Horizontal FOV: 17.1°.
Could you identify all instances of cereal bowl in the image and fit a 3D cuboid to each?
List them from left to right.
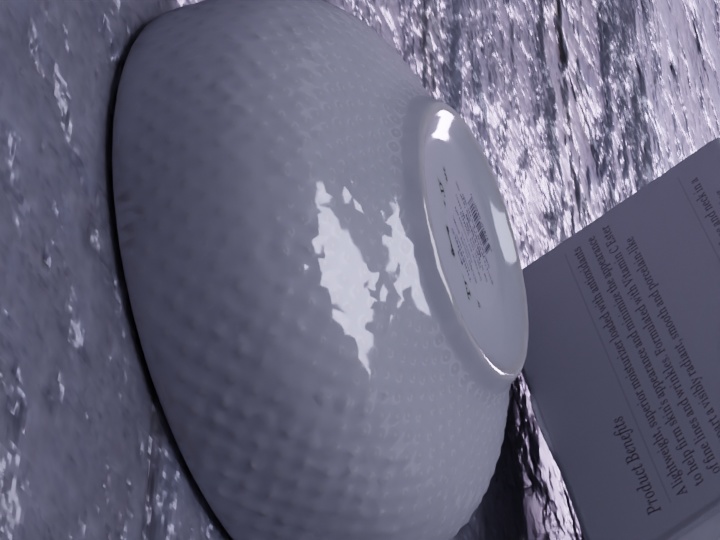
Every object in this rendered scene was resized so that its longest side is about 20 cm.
[{"bbox_3d":[0.000,0.000,0.787,0.200,0.083,0.201,-16,90,-70],"label":"cereal bowl"}]

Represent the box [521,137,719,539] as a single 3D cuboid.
[{"bbox_3d":[0.178,0.088,1.036,0.200,0.131,0.199,47,15,-34],"label":"box"}]
